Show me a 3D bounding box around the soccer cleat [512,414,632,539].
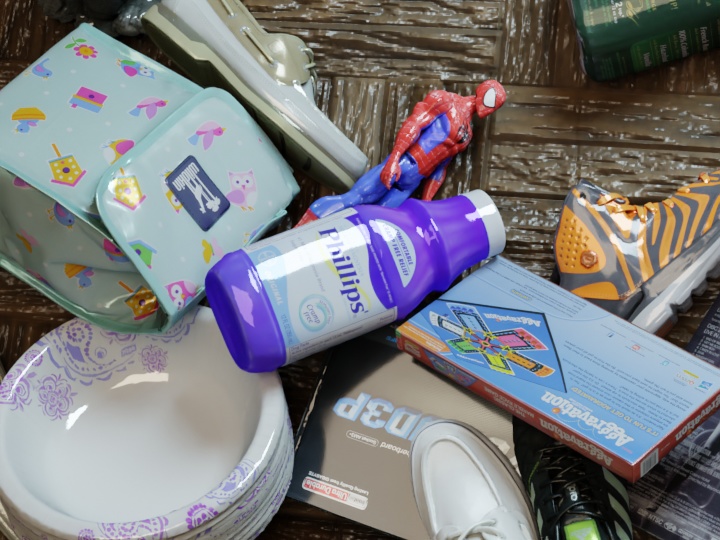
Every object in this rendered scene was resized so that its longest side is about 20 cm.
[{"bbox_3d":[0.141,0.155,1.174,0.068,0.081,0.200,-15,75,6],"label":"soccer cleat"}]

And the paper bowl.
[{"bbox_3d":[-0.144,0.125,1.254,0.201,0.104,0.201,-4,47,4],"label":"paper bowl"}]

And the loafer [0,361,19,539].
[{"bbox_3d":[-0.250,0.122,1.319,0.070,0.070,0.200,-34,78,1],"label":"loafer"}]

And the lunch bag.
[{"bbox_3d":[-0.163,-0.058,1.286,0.200,0.122,0.170,29,47,14],"label":"lunch bag"}]

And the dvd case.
[{"bbox_3d":[0.256,0.095,1.201,0.149,0.016,0.200,24,79,46],"label":"dvd case"}]

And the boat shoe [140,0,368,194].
[{"bbox_3d":[-0.064,-0.139,1.332,0.200,0.075,0.068,42,78,7],"label":"boat shoe"}]

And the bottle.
[{"bbox_3d":[0.000,0.000,1.237,0.200,0.065,0.084,-20,84,-18],"label":"bottle"}]

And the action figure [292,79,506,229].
[{"bbox_3d":[0.026,-0.062,1.300,0.200,0.065,0.052,-45,48,-5],"label":"action figure"}]

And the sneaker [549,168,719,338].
[{"bbox_3d":[0.203,-0.041,1.253,0.112,0.078,0.200,43,89,16],"label":"sneaker"}]

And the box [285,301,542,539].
[{"bbox_3d":[0.063,0.112,1.266,0.200,0.046,0.159,19,82,15],"label":"box"}]

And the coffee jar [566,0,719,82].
[{"bbox_3d":[0.242,-0.200,1.275,0.200,0.085,0.104,-11,68,10],"label":"coffee jar"}]

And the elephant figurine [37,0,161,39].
[{"bbox_3d":[-0.199,-0.244,1.320,0.141,0.200,0.155,1,78,13],"label":"elephant figurine"}]

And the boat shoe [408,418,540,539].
[{"bbox_3d":[0.085,0.184,1.188,0.074,0.065,0.200,-29,75,6],"label":"boat shoe"}]

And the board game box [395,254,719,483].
[{"bbox_3d":[0.129,0.059,1.197,0.103,0.019,0.200,-34,46,-31],"label":"board game box"}]
